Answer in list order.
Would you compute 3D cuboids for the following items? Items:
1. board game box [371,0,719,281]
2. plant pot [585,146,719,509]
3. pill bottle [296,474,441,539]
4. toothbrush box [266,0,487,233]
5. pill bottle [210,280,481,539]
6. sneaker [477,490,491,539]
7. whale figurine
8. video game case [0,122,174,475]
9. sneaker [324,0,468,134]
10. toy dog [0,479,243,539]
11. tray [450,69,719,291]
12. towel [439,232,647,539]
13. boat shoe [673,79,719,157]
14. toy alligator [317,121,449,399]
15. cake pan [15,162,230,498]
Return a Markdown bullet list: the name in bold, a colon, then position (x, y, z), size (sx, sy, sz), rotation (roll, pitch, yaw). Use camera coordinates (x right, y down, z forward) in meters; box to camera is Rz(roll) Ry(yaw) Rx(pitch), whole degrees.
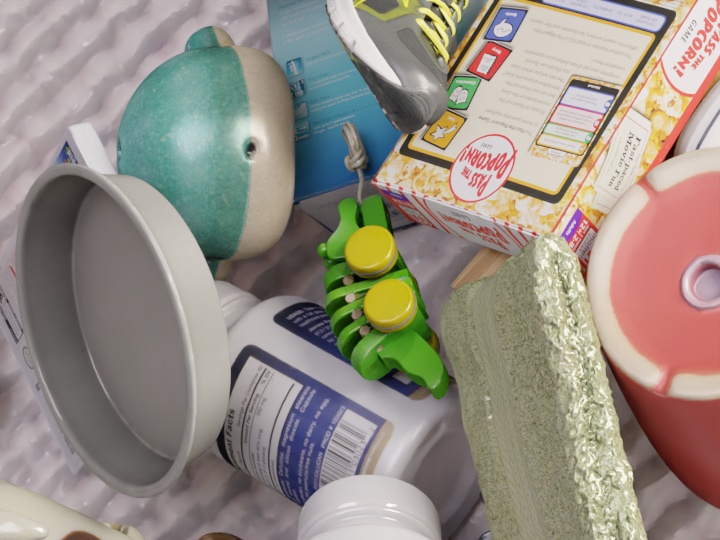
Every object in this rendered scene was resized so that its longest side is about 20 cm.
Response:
- **board game box**: position (0.117, -0.104, 1.648), size (0.151, 0.046, 0.200), rotation (21, 74, 46)
- **plant pot**: position (0.219, 0.028, 1.592), size (0.200, 0.177, 0.201), rotation (-9, 69, 24)
- **pill bottle**: position (0.005, 0.209, 1.568), size (0.112, 0.112, 0.200), rotation (-21, 38, 19)
- **toothbrush box**: position (0.026, -0.137, 1.800), size (0.146, 0.085, 0.201), rotation (-17, 66, 20)
- **pill bottle**: position (-0.026, 0.082, 1.733), size (0.200, 0.111, 0.111), rotation (28, 86, 32)
- **sneaker**: position (0.063, 0.195, 1.675), size (0.199, 0.078, 0.141), rotation (-7, 67, 14)
- **whale figurine**: position (-0.109, -0.071, 1.786), size (0.200, 0.103, 0.160), rotation (-175, 85, -71)
- **video game case**: position (-0.172, 0.021, 1.793), size (0.144, 0.018, 0.200), rotation (62, 147, 19)
- **sneaker**: position (0.027, -0.156, 1.684), size (0.084, 0.075, 0.200), rotation (-29, 36, 7)
- **toy dog**: position (-0.156, 0.192, 1.725), size (0.199, 0.194, 0.140), rotation (15, 50, -7)
- **tray**: position (0.148, -0.042, 1.698), size (0.200, 0.099, 0.037), rotation (-50, 59, 3)
- **towel**: position (0.097, 0.090, 1.572), size (0.036, 0.148, 0.201), rotation (-6, 77, -22)
- **boat shoe**: position (0.271, -0.102, 1.650), size (0.200, 0.074, 0.067), rotation (-37, 34, -2)
- **toy alligator**: position (0.000, 0.000, 1.681), size (0.054, 0.059, 0.201), rotation (-23, 54, 4)
- **cake pan**: position (-0.138, 0.032, 1.693), size (0.200, 0.037, 0.201), rotation (29, 127, 48)
